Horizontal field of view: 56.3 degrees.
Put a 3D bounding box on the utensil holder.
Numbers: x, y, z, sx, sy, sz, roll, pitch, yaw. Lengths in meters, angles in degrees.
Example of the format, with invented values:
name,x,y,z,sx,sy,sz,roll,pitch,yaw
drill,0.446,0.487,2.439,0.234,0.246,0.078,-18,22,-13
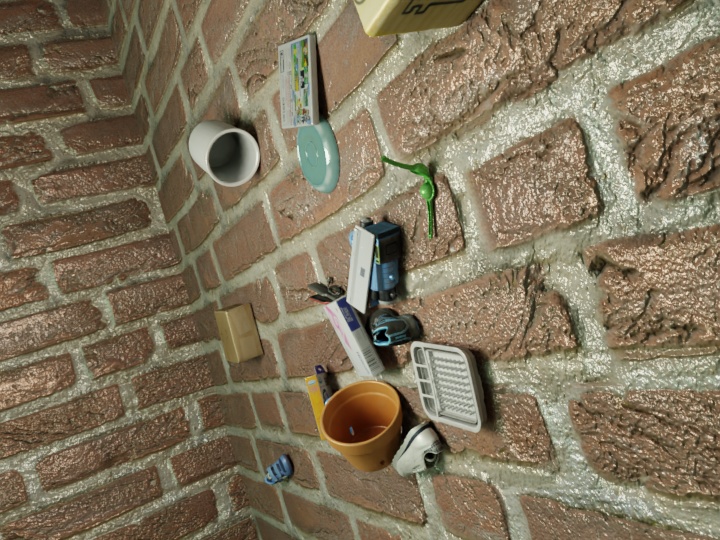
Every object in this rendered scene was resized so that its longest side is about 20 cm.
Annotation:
name,x,y,z,sx,sy,sz,roll,pitch,yaw
utensil holder,-0.420,-0.364,2.044,0.200,0.168,0.172,35,134,52

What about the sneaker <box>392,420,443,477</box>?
name,x,y,z,sx,sy,sz,roll,pitch,yaw
sneaker,0.132,0.430,1.543,0.081,0.076,0.201,46,144,26

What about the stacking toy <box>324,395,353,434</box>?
name,x,y,z,sx,sy,sz,roll,pitch,yaw
stacking toy,-0.052,0.378,1.848,0.117,0.109,0.200,65,168,-3

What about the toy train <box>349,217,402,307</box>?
name,x,y,z,sx,sy,sz,roll,pitch,yaw
toy train,0.036,-0.014,1.467,0.114,0.086,0.203,22,124,49

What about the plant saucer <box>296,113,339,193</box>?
name,x,y,z,sx,sy,sz,roll,pitch,yaw
plant saucer,-0.111,-0.287,1.654,0.200,0.027,0.203,37,135,48

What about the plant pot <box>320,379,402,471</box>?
name,x,y,z,sx,sy,sz,roll,pitch,yaw
plant pot,0.016,0.387,1.623,0.200,0.199,0.141,34,149,51

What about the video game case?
name,x,y,z,sx,sy,sz,roll,pitch,yaw
video game case,-0.150,-0.448,1.618,0.182,0.022,0.203,15,109,59

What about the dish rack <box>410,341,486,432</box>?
name,x,y,z,sx,sy,sz,roll,pitch,yaw
dish rack,0.183,0.227,1.361,0.199,0.043,0.174,-1,102,62

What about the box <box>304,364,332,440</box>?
name,x,y,z,sx,sy,sz,roll,pitch,yaw
box,-0.107,0.372,1.916,0.119,0.041,0.203,23,-132,-77

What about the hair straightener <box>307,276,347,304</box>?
name,x,y,z,sx,sy,sz,roll,pitch,yaw
hair straightener,-0.083,0.058,1.773,0.199,0.040,0.078,22,124,57

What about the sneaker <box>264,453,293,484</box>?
name,x,y,z,sx,sy,sz,roll,pitch,yaw
sneaker,-0.308,0.756,2.534,0.074,0.081,0.201,60,148,26

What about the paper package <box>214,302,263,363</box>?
name,x,y,z,sx,sy,sz,roll,pitch,yaw
paper package,-0.454,0.230,2.501,0.190,0.102,0.203,-6,100,64

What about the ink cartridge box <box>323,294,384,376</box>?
name,x,y,z,sx,sy,sz,roll,pitch,yaw
ink cartridge box,-0.024,0.165,1.647,0.198,0.043,0.200,62,163,1

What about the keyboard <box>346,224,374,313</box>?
name,x,y,z,sx,sy,sz,roll,pitch,yaw
keyboard,0.000,0.000,1.448,0.056,0.011,0.202,28,129,29

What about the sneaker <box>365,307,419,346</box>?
name,x,y,z,sx,sy,sz,roll,pitch,yaw
sneaker,0.051,0.130,1.516,0.199,0.081,0.074,-8,101,64

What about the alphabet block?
name,x,y,z,sx,sy,sz,roll,pitch,yaw
alphabet block,0.094,-0.486,0.976,0.200,0.194,0.198,-32,75,62

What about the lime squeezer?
name,x,y,z,sx,sy,sz,roll,pitch,yaw
lime squeezer,0.112,-0.155,1.269,0.037,0.071,0.201,2,137,45
